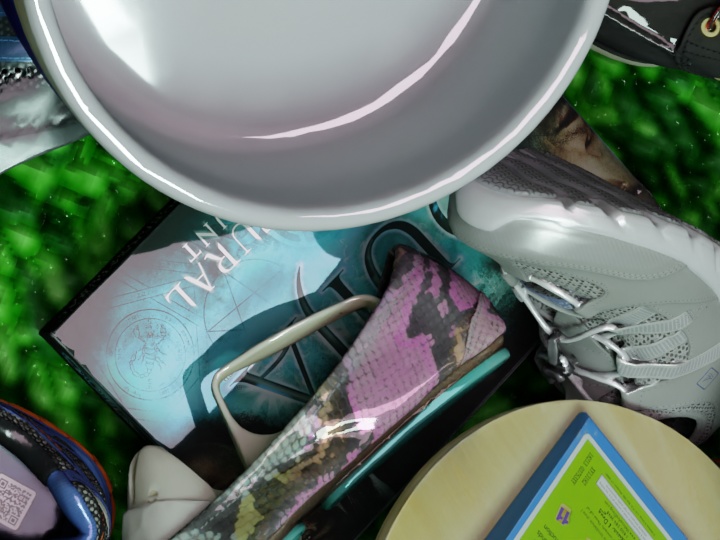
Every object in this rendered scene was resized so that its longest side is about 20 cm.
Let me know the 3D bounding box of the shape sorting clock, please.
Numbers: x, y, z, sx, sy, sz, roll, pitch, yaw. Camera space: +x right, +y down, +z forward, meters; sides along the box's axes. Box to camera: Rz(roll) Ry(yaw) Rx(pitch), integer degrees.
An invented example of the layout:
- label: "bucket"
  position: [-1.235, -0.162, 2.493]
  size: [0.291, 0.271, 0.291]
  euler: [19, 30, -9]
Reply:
- label: "shape sorting clock"
  position: [0.075, 0.145, 0.889]
  size: [0.199, 0.039, 0.201]
  euler: [9, 76, -37]

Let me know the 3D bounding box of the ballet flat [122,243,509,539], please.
- label: "ballet flat"
  position: [-0.034, 0.069, 0.891]
  size: [0.071, 0.069, 0.200]
  euler: [43, 75, 5]

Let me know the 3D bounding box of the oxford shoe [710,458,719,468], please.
- label: "oxford shoe"
  position: [0.063, 0.138, 0.943]
  size: [0.199, 0.071, 0.073]
  euler: [-22, 101, -17]

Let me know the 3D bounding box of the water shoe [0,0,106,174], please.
- label: "water shoe"
  position: [-0.108, -0.085, 0.891]
  size: [0.079, 0.071, 0.200]
  euler: [40, 89, -17]

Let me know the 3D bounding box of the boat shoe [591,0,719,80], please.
- label: "boat shoe"
  position: [0.150, -0.103, 0.974]
  size: [0.201, 0.063, 0.074]
  euler: [18, 88, -15]

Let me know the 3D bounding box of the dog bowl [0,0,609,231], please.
- label: "dog bowl"
  position: [-0.020, -0.119, 0.828]
  size: [0.199, 0.079, 0.201]
  euler: [-6, 109, -18]

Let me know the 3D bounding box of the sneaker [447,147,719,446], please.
- label: "sneaker"
  position: [0.092, 0.019, 0.913]
  size: [0.200, 0.075, 0.082]
  euler: [29, 91, -48]

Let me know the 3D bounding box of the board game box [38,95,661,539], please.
- label: "board game box"
  position: [0.000, 0.000, 0.943]
  size: [0.135, 0.028, 0.200]
  euler: [46, 78, -12]

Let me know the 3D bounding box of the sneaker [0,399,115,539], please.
- label: "sneaker"
  position: [-0.167, 0.051, 0.864]
  size: [0.199, 0.078, 0.076]
  euler: [21, 83, -17]
